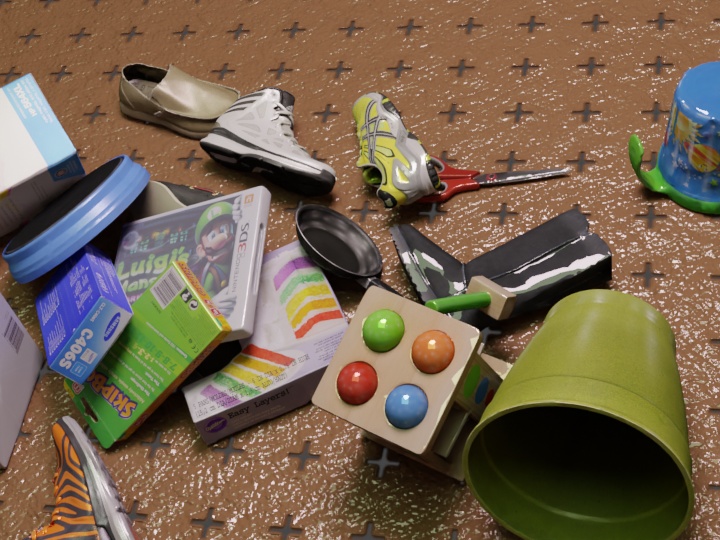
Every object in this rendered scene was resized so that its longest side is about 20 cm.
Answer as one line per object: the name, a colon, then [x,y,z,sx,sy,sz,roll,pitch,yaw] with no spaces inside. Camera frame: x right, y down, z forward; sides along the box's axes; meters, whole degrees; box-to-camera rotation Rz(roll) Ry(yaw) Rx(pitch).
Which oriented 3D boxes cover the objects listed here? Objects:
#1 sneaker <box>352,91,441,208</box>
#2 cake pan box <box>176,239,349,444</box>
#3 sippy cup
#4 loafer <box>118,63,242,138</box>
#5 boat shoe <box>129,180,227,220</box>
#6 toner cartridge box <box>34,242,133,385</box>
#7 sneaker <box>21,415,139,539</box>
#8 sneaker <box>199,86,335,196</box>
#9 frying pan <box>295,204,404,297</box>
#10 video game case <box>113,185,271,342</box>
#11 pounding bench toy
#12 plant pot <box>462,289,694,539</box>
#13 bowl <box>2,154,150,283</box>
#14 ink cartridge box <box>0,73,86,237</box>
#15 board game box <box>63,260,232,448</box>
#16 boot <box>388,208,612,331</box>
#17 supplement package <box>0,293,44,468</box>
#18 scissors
sneaker: [0.024,-0.148,1.402,0.076,0.075,0.200,-29,39,-2]
cake pan box: [-0.115,0.074,1.278,0.200,0.052,0.184,-23,47,-4]
sippy cup: [0.394,-0.153,1.286,0.140,0.130,0.178,31,65,33]
loafer: [-0.240,-0.227,1.543,0.200,0.068,0.076,10,55,21]
boat shoe: [-0.202,-0.064,1.408,0.201,0.074,0.063,19,24,37]
toner cartridge box: [-0.306,0.040,1.284,0.095,0.043,0.200,-54,27,5]
sneaker: [-0.298,0.239,1.169,0.112,0.078,0.200,-27,50,-10]
sneaker: [-0.097,-0.169,1.441,0.200,0.076,0.116,22,74,31]
frying pan: [0.003,-0.008,1.320,0.190,0.031,0.115,37,28,-2]
video game case: [-0.195,0.006,1.290,0.200,0.023,0.182,-13,54,27]
pounding bench toy: [0.068,0.075,1.124,0.124,0.156,0.200,22,79,28]
plant pot: [0.215,0.125,1.079,0.200,0.201,0.193,7,41,19]
bowl: [-0.338,-0.064,1.383,0.200,0.039,0.201,-34,19,13]
ink cartridge box: [-0.457,-0.125,1.448,0.200,0.129,0.125,-30,78,-12]
board game box: [-0.228,0.091,1.234,0.200,0.030,0.096,-44,71,18]
boot: [0.150,-0.020,1.273,0.200,0.066,0.165,-27,62,-1]
supplement package: [-0.481,0.112,1.269,0.200,0.152,0.151,-1,51,13]
scissors: [0.142,-0.102,1.385,0.200,0.014,0.073,8,51,18]
